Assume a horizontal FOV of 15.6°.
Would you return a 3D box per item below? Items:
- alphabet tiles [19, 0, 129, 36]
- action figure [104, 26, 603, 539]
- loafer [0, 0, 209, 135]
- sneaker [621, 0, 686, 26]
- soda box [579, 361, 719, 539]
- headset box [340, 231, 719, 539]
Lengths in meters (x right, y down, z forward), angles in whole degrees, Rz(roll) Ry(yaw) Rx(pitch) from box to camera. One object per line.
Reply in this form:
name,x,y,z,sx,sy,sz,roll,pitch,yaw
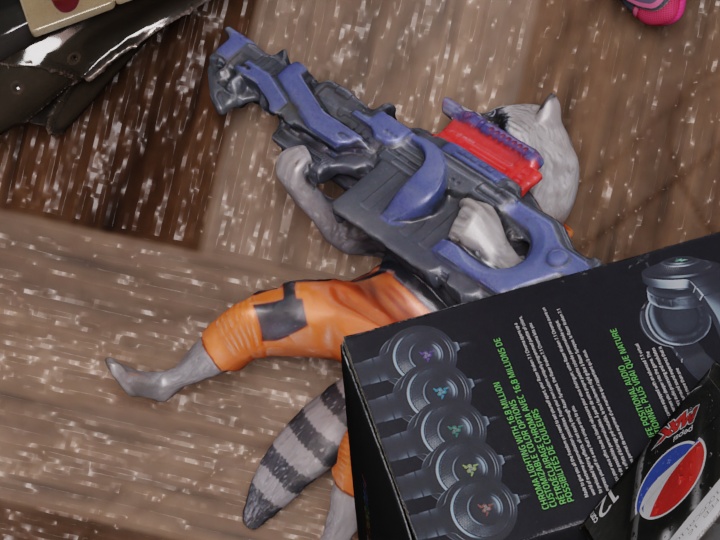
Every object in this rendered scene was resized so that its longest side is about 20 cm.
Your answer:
alphabet tiles,-0.086,-0.175,1.018,0.199,0.006,0.167,-21,58,-3
action figure,0.000,0.000,0.995,0.193,0.105,0.200,-42,54,-6
loafer,-0.123,-0.096,1.028,0.199,0.071,0.073,-27,48,-7
sneaker,0.176,-0.161,0.986,0.199,0.081,0.075,-24,94,12
soda box,0.165,0.115,0.785,0.200,0.063,0.071,35,99,-19
headset box,0.090,0.081,0.883,0.199,0.174,0.093,-15,55,-8
